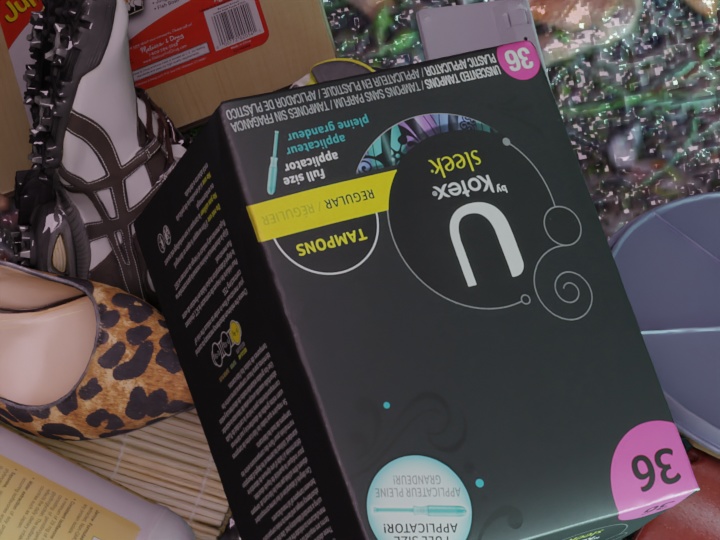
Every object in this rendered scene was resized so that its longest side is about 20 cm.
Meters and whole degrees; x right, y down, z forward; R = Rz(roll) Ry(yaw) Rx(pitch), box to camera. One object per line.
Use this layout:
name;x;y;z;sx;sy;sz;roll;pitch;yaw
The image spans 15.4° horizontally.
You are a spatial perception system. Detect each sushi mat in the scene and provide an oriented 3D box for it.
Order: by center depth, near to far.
sushi mat;-0.148;0.066;1.263;0.199;0.012;0.096;17;81;0

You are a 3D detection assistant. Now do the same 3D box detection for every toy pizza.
toy pizza;0.200;0.035;1.225;0.199;0.032;0.201;8;39;-7

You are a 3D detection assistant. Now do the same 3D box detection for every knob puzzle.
knob puzzle;-0.118;-0.155;1.280;0.218;0.030;0.221;-2;81;14

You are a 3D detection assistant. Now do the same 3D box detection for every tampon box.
tampon box;0.019;0.032;1.093;0.149;0.126;0.201;-14;75;-25

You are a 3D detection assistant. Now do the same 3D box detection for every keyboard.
keyboard;0.069;-0.049;1.240;0.056;0.011;0.201;-10;54;-1

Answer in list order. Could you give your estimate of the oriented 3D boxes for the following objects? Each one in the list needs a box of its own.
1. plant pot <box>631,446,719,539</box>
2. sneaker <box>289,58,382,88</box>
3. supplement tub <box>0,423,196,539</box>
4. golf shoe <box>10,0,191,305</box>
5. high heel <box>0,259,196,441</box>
plant pot;0.195;0.188;1.180;0.195;0.201;0.201;30;82;10
sneaker;0.000;0.000;1.248;0.074;0.085;0.201;15;104;22
supplement tub;-0.160;0.149;1.183;0.199;0.145;0.146;27;82;1
golf shoe;-0.107;-0.057;1.206;0.094;0.201;0.078;0;49;-11
high heel;-0.168;0.020;1.141;0.199;0.142;0.072;12;79;32
